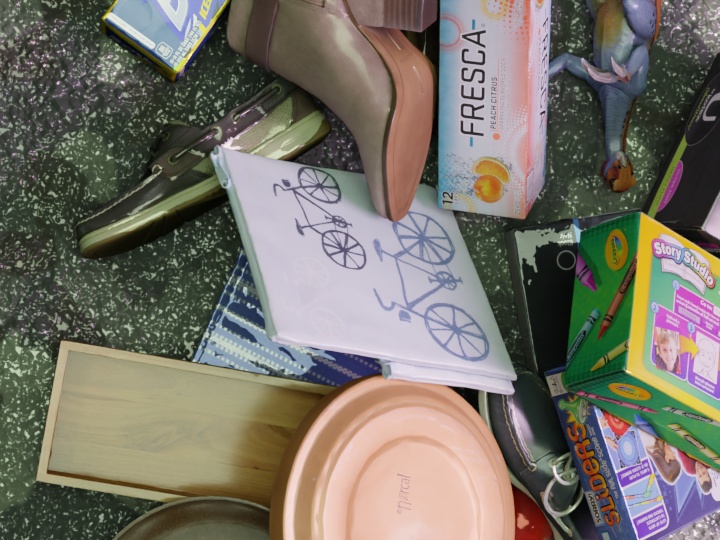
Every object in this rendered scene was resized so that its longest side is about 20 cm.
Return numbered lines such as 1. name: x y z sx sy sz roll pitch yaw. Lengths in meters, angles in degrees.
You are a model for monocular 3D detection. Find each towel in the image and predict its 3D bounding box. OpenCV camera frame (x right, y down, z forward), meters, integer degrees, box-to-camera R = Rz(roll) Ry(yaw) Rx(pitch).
1. towel: -0.053 0.082 1.753 0.144 0.024 0.201 26 87 -6

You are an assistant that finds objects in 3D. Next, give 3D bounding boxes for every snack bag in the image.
1. snack bag: 0.000 0.000 1.670 0.199 0.021 0.189 10 43 -30

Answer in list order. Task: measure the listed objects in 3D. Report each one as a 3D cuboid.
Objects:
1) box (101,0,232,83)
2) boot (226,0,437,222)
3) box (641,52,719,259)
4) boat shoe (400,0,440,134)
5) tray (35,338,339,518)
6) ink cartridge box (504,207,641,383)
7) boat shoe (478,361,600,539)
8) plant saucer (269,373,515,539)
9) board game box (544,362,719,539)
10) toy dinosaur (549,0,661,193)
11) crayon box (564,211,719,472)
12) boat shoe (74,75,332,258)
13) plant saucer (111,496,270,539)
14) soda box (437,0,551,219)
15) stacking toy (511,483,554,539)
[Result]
1. box: -0.101 -0.234 1.738 0.070 0.064 0.200 35 85 -3
2. boot: -0.023 -0.145 1.692 0.145 0.070 0.201 14 108 21
3. box: 0.326 -0.049 1.731 0.199 0.124 0.149 27 84 -16
4. boat shoe: 0.040 -0.197 1.756 0.070 0.070 0.201 4 90 -44
5. tray: -0.120 0.113 1.714 0.199 0.037 0.099 10 89 -7
6. ink cartridge box: 0.169 0.061 1.767 0.099 0.039 0.201 -10 89 -7
7. boat shoe: 0.149 0.149 1.703 0.075 0.062 0.201 -34 105 -30
8. plant saucer: 0.028 0.168 1.625 0.199 0.032 0.202 5 83 -38
9. board game box: 0.221 0.106 1.714 0.199 0.034 0.136 -18 89 -45
10. toy dinosaur: 0.197 -0.155 1.760 0.199 0.105 0.182 -22 108 -17
11. crayon box: 0.230 0.057 1.672 0.199 0.058 0.119 28 58 -34
12. boat shoe: -0.118 -0.076 1.729 0.200 0.072 0.066 -28 85 -12
13. plant saucer: -0.099 0.255 1.693 0.199 0.032 0.202 0 90 8
14. soda box: 0.093 -0.139 1.701 0.068 0.064 0.201 9 120 15
15. stacking toy: 0.051 0.160 1.711 0.199 0.085 0.086 17 85 -32
